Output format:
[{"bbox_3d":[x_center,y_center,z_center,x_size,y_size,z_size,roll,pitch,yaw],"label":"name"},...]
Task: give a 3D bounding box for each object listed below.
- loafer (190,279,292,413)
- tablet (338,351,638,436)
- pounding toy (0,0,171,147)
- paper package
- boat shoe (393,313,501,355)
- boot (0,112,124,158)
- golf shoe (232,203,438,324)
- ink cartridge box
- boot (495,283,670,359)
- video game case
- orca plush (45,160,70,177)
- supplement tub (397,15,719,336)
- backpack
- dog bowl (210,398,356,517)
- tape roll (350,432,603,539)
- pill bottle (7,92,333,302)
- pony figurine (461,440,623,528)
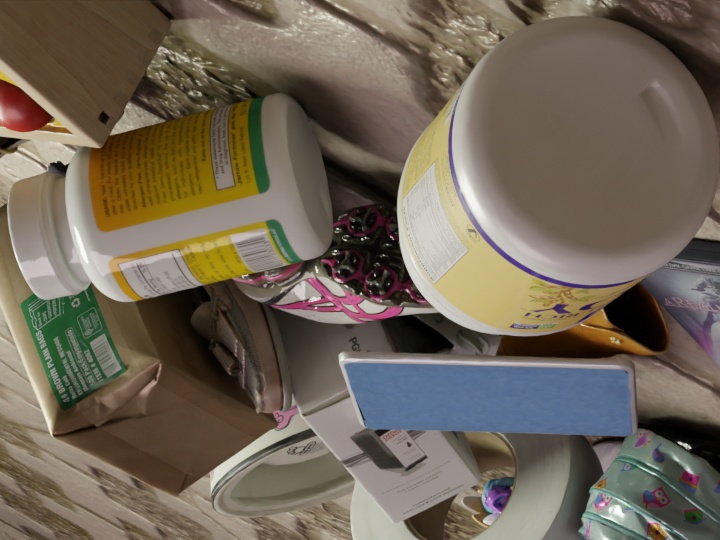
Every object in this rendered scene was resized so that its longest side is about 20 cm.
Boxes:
[{"bbox_3d":[-0.104,0.025,1.707,0.063,0.200,0.072,-10,144,-16],"label":"loafer"},{"bbox_3d":[0.090,0.084,1.606,0.199,0.014,0.130,1,155,8],"label":"tablet"},{"bbox_3d":[-0.256,-0.147,1.543,0.200,0.143,0.184,8,154,47],"label":"pounding toy"},{"bbox_3d":[-0.176,0.044,1.734,0.191,0.103,0.200,35,-156,-56],"label":"paper package"},{"bbox_3d":[0.057,0.039,1.722,0.073,0.067,0.200,13,157,41],"label":"boat shoe"},{"bbox_3d":[-0.277,-0.089,1.711,0.200,0.155,0.072,15,156,39],"label":"boot"},{"bbox_3d":[0.000,0.000,1.605,0.199,0.073,0.092,9,157,33],"label":"golf shoe"},{"bbox_3d":[0.004,0.080,1.772,0.200,0.083,0.147,54,-168,-53],"label":"ink cartridge box"},{"bbox_3d":[0.155,0.047,1.591,0.144,0.071,0.201,11,152,44],"label":"boot"},{"bbox_3d":[0.266,0.041,1.494,0.143,0.019,0.200,9,155,47],"label":"video game case"},{"bbox_3d":[-0.122,-0.073,1.656,0.199,0.071,0.105,-4,137,5],"label":"orca plush"},{"bbox_3d":[0.101,-0.044,1.289,0.145,0.146,0.200,29,163,-3],"label":"supplement tub"},{"bbox_3d":[0.267,0.207,1.782,0.200,0.127,0.167,39,163,-23],"label":"backpack"},{"bbox_3d":[-0.042,0.137,1.984,0.200,0.199,0.074,90,162,-69],"label":"dog bowl"},{"bbox_3d":[0.093,0.187,1.859,0.202,0.203,0.071,13,158,40],"label":"tape roll"},{"bbox_3d":[-0.128,-0.042,1.554,0.199,0.113,0.113,-14,150,12],"label":"pill bottle"},{"bbox_3d":[0.203,0.228,1.941,0.199,0.167,0.193,19,176,-26],"label":"pony figurine"}]
